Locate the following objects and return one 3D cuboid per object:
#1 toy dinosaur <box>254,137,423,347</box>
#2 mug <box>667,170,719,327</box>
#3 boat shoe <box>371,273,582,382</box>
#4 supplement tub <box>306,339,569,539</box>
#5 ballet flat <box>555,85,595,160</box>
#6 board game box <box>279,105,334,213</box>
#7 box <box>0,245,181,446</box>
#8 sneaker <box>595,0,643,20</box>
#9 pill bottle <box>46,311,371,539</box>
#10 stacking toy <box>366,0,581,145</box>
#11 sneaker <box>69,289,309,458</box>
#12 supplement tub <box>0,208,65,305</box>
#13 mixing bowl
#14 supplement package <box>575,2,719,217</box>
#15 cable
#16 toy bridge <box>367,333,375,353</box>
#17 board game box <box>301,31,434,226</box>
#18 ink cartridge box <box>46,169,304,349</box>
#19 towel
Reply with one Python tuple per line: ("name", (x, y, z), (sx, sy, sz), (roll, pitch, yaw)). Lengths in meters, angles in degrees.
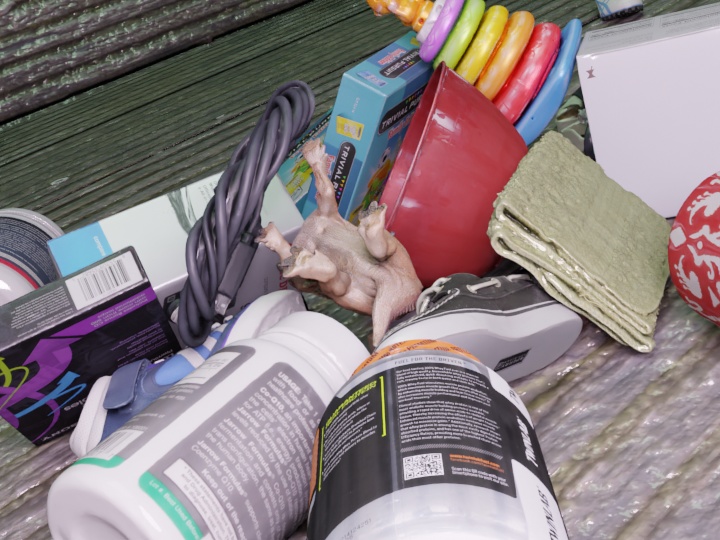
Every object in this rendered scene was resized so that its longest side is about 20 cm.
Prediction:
("toy dinosaur", (0.000, 0.000, 0.742), (0.086, 0.136, 0.200), (-43, 40, -3))
("mug", (0.290, 0.017, 0.619), (0.134, 0.177, 0.200), (-54, 18, 3))
("boat shoe", (0.066, 0.040, 0.682), (0.199, 0.071, 0.064), (-4, 45, -50))
("supplement tub", (0.034, 0.118, 0.510), (0.121, 0.124, 0.200), (-15, 21, 6))
("ballet flat", (0.247, -0.162, 1.142), (0.072, 0.074, 0.200), (-14, 23, 7))
("board game box", (-0.033, -0.130, 1.231), (0.151, 0.047, 0.200), (-43, 21, 2))
("box", (-0.209, 0.063, 0.786), (0.142, 0.036, 0.200), (-26, -19, -10))
("sneaker", (0.431, -0.468, 1.777), (0.071, 0.073, 0.200), (-12, 22, 8))
("pill bottle", (-0.076, 0.112, 0.627), (0.112, 0.114, 0.200), (0, 26, 39))
("stacking toy", (0.091, -0.206, 0.946), (0.116, 0.198, 0.110), (-57, 7, 43))
("sneaker", (-0.135, 0.080, 0.802), (0.145, 0.081, 0.200), (-2, 30, 25))
("supplement tub", (-0.356, 0.027, 1.031), (0.139, 0.142, 0.200), (-16, 21, 2))
("mixing bowl", (0.080, -0.064, 0.896), (0.107, 0.202, 0.201), (20, 22, -4))
("supplement package", (0.303, -0.143, 0.917), (0.198, 0.158, 0.111), (-9, 20, 21))
("cable", (-0.089, -0.047, 0.744), (0.050, 0.202, 0.163), (26, -1, -2))
("toy bridge", (0.029, 0.064, 0.790), (0.198, 0.028, 0.067), (-27, 23, -23))
("board game box", (0.009, -0.113, 1.023), (0.047, 0.202, 0.151), (28, 35, 12))
("ink cartridge box", (-0.150, 0.005, 0.903), (0.198, 0.146, 0.084), (-24, 65, -18))
("towel", (0.167, -0.028, 0.784), (0.037, 0.148, 0.200), (-50, 2, 33))
